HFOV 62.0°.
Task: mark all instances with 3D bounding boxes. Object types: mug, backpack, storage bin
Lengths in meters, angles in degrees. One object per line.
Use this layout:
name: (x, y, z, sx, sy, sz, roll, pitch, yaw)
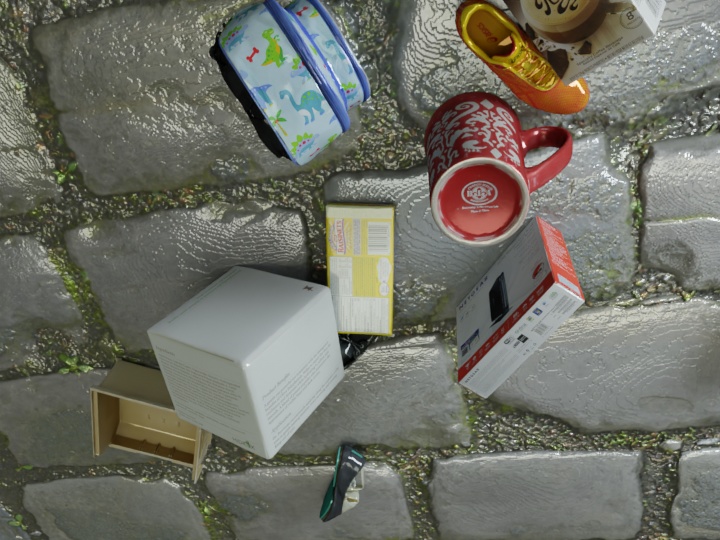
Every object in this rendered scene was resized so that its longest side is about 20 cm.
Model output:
mug: (0.156, -0.135, 0.722, 0.177, 0.201, 0.134, -33, 111, 25)
backpack: (-0.079, -0.228, 0.701, 0.146, 0.200, 0.184, -34, 111, 4)
storage bin: (-0.383, 0.285, 1.117, 0.198, 0.094, 0.200, 14, 122, -1)

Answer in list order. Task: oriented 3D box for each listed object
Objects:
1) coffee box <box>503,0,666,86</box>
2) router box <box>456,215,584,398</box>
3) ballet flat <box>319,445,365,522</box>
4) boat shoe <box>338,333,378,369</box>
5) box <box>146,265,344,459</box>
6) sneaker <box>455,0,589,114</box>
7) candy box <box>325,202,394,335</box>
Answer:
coffee box: (0.220, -0.321, 0.647, 0.200, 0.080, 0.113, 45, 143, -16)
router box: (0.211, 0.049, 0.837, 0.049, 0.180, 0.201, 29, 120, -10)
ballet flat: (-0.030, 0.424, 1.165, 0.072, 0.073, 0.202, 15, 120, -1)
boat shoe: (-0.026, 0.122, 0.981, 0.074, 0.066, 0.199, 43, 117, -16)
box: (-0.162, 0.125, 0.893, 0.198, 0.199, 0.173, 12, 126, 31)
sneaker: (0.193, -0.247, 0.722, 0.199, 0.077, 0.073, 30, 119, -12)
candy box: (0.000, 0.000, 0.903, 0.101, 0.026, 0.202, 3, 108, 9)
